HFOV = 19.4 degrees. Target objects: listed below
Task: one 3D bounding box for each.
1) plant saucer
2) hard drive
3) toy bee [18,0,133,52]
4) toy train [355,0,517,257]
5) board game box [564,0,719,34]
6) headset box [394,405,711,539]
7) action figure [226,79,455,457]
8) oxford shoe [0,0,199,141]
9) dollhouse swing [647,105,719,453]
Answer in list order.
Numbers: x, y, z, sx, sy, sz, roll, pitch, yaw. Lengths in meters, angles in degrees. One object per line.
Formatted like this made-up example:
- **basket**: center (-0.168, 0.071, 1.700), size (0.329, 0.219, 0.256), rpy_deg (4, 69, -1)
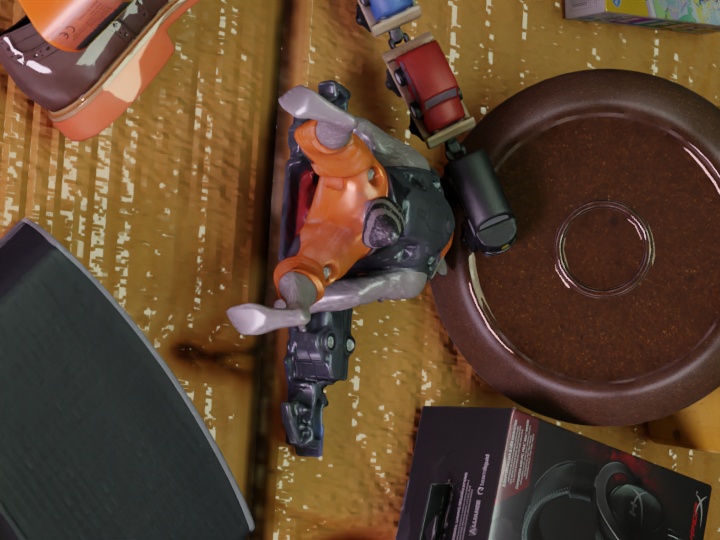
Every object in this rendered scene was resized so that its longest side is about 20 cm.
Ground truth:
- **plant saucer**: center (0.134, -0.012, 1.162), size (0.034, 0.200, 0.201), rpy_deg (-1, 88, -81)
- **hard drive**: center (-0.135, 0.088, 1.001), size (0.135, 0.042, 0.200), rpy_deg (-48, 118, -33)
- **toy bee**: center (-0.153, -0.191, 0.961), size (0.109, 0.131, 0.200), rpy_deg (-14, 86, -66)
- **toy train**: center (0.034, -0.100, 1.132), size (0.034, 0.046, 0.200), rpy_deg (-25, 88, -6)
- **board game box**: center (0.180, -0.253, 1.312), size (0.134, 0.034, 0.201), rpy_deg (-1, 88, -42)
- **headset box**: center (0.099, 0.167, 1.185), size (0.200, 0.077, 0.149), rpy_deg (24, 72, -40)
- **action figure**: center (0.000, 0.000, 1.076), size (0.193, 0.104, 0.201), rpy_deg (-2, 94, -70)
- **oxford shoe**: center (-0.104, -0.160, 1.028), size (0.073, 0.071, 0.200), rpy_deg (44, 60, -25)
- **dollhouse swing**: center (0.259, -0.006, 1.289), size (0.175, 0.182, 0.200), rpy_deg (-11, 94, -22)
